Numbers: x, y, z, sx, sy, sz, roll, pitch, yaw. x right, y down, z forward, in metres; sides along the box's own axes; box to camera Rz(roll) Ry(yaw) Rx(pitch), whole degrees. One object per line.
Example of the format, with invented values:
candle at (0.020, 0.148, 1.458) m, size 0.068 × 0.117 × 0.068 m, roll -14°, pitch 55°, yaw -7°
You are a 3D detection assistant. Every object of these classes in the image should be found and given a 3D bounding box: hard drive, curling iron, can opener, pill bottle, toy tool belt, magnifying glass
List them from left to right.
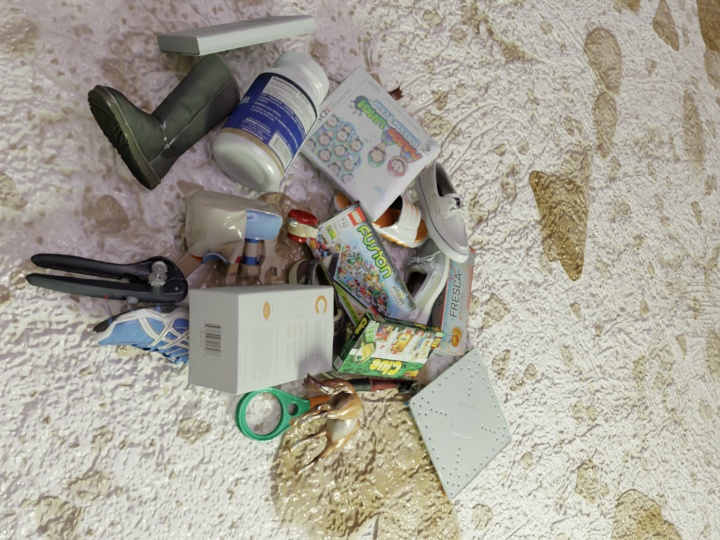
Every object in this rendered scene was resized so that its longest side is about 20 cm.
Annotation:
can opener at (-0.321, 0.014, 0.778) m, size 0.196 × 0.079 × 0.064 m, roll 6°, pitch 53°, yaw -24°
hard drive at (-0.183, -0.351, 0.894) m, size 0.198 × 0.131 × 0.027 m, roll -26°, pitch 123°, yaw -34°
toy tool belt at (-0.168, -0.039, 0.883) m, size 0.197 × 0.125 × 0.125 m, roll 8°, pitch 110°, yaw -30°
pill bottle at (-0.131, -0.231, 0.920) m, size 0.115 × 0.115 × 0.202 m, roll 39°, pitch 63°, yaw -24°
magnifying glass at (-0.099, 0.214, 0.936) m, size 0.197 × 0.022 × 0.082 m, roll -1°, pitch 84°, yaw -36°
curling iron at (0.022, 0.191, 1.010) m, size 0.197 × 0.049 × 0.026 m, roll 9°, pitch 79°, yaw -31°

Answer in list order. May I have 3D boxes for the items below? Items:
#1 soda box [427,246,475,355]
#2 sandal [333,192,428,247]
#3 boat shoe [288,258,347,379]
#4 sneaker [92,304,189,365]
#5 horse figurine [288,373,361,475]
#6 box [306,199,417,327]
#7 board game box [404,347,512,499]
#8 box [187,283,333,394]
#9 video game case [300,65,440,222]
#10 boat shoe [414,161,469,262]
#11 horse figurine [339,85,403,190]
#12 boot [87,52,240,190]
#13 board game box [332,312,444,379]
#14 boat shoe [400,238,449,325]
soda box at (0.159, 0.051, 1.110) m, size 0.063 × 0.068 × 0.204 m, roll 19°, pitch 72°, yaw -30°
sandal at (0.050, -0.099, 1.047) m, size 0.203 × 0.059 × 0.080 m, roll 15°, pitch 48°, yaw -32°
boat shoe at (-0.058, 0.079, 0.957) m, size 0.073 × 0.064 × 0.204 m, roll -27°, pitch 100°, yaw -36°
sneaker at (-0.255, 0.089, 0.812) m, size 0.197 × 0.075 × 0.079 m, roll 0°, pitch 79°, yaw -34°
horse figurine at (-0.043, 0.220, 0.886) m, size 0.131 × 0.050 × 0.203 m, roll -22°, pitch 139°, yaw -28°
box at (0.000, 0.000, 0.993) m, size 0.109 × 0.035 × 0.202 m, roll -29°, pitch 102°, yaw 4°
board game box at (0.186, 0.280, 1.123) m, size 0.198 × 0.026 × 0.203 m, roll -29°, pitch 100°, yaw -35°
box at (-0.132, 0.086, 0.836) m, size 0.198 × 0.096 × 0.127 m, roll -1°, pitch 93°, yaw -56°
video game case at (0.010, -0.215, 1.017) m, size 0.200 × 0.024 × 0.182 m, roll 44°, pitch 75°, yaw -4°
boat shoe at (0.157, -0.110, 1.082) m, size 0.071 × 0.066 × 0.203 m, roll 12°, pitch 48°, yaw -31°
horse figurine at (0.025, -0.228, 1.064) m, size 0.130 × 0.050 × 0.205 m, roll 8°, pitch 85°, yaw -25°
boot at (-0.254, -0.230, 0.820) m, size 0.072 × 0.183 × 0.201 m, roll 34°, pitch 68°, yaw 19°
board game box at (0.050, 0.128, 0.990) m, size 0.198 × 0.024 × 0.106 m, roll 14°, pitch 116°, yaw -46°
boat shoe at (0.100, 0.027, 1.072) m, size 0.064 × 0.074 × 0.205 m, roll 33°, pitch 73°, yaw -30°
